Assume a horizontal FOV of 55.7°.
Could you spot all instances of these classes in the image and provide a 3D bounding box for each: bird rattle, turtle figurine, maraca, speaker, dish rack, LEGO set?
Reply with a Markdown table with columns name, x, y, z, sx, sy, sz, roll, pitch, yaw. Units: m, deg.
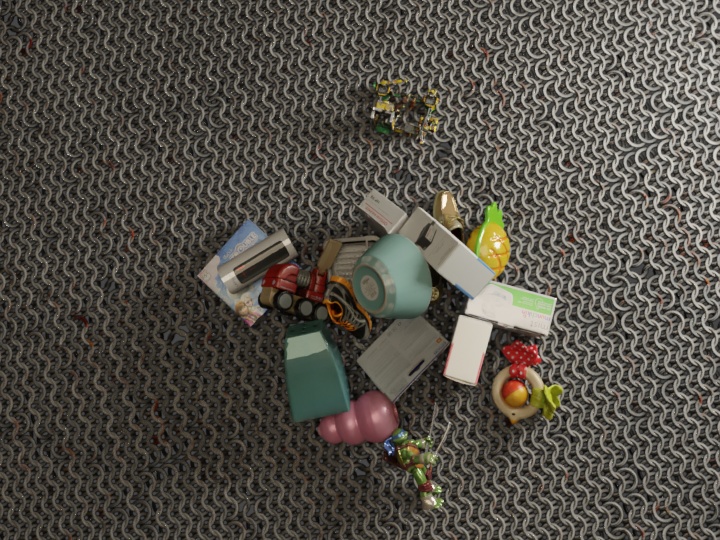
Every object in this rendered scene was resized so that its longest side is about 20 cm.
| name | x | y | z | sx | sy | sz | roll | pitch | yaw |
| --- | --- | --- | --- | --- | --- | --- | --- | --- | --- |
| bird rattle | 0.392 | 0.280 | 1.658 | 0.163 | 0.112 | 0.201 | -38 | 78 | 15 |
| turtle figurine | 0.167 | 0.449 | 1.622 | 0.198 | 0.143 | 0.196 | -24 | 100 | -26 |
| maraca | 0.320 | -0.068 | 1.691 | 0.106 | 0.137 | 0.202 | 6 | 73 | 30 |
| speaker | -0.257 | -0.023 | 1.705 | 0.199 | 0.081 | 0.082 | -30 | 82 | -2 |
| dish rack | 0.000 | 0.000 | 1.693 | 0.198 | 0.043 | 0.174 | -2 | 100 | 40 |
| LEGO set | 0.109 | -0.420 | 1.752 | 0.198 | 0.116 | 0.155 | 22 | 85 | 6 |

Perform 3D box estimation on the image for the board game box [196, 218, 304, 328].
| name | x | y | z | sx | sy | sz | roll | pitch | yaw |
| --- | --- | --- | --- | --- | --- | --- | --- | --- | --- |
| board game box | -0.283 | 0.007 | 1.764 | 0.199 | 0.043 | 0.200 | 41 | 86 | 9 |

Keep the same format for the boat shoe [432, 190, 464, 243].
| name | x | y | z | sx | sy | sz | roll | pitch | yaw |
| --- | --- | --- | --- | --- | --- | --- | --- | --- | --- |
| boat shoe | 0.232 | -0.106 | 1.719 | 0.073 | 0.066 | 0.203 | -5 | 85 | -28 |

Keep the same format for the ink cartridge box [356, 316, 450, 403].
| name | x | y | z | sx | sy | sz | roll | pitch | yaw |
| --- | --- | --- | --- | --- | --- | --- | --- | --- | --- |
| ink cartridge box | 0.107 | 0.207 | 1.650 | 0.200 | 0.200 | 0.041 | -45 | 125 | -2 |

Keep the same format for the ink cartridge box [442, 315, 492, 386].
| name | x | y | z | sx | sy | sz | roll | pitch | yaw |
| --- | --- | --- | --- | --- | --- | --- | --- | --- | --- |
| ink cartridge box | 0.251 | 0.193 | 1.624 | 0.082 | 0.200 | 0.148 | 15 | 84 | 8 |

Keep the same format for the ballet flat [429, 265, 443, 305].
| name | x | y | z | sx | sy | sz | roll | pitch | yaw |
| --- | --- | --- | --- | --- | --- | --- | --- | --- | --- |
| ballet flat | 0.175 | -0.014 | 1.732 | 0.066 | 0.046 | 0.203 | -2 | 82 | 3 |

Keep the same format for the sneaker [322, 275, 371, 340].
| name | x | y | z | sx | sy | sz | roll | pitch | yaw |
| --- | --- | --- | --- | --- | --- | --- | --- | --- | --- |
| sneaker | -0.039 | 0.106 | 1.676 | 0.078 | 0.201 | 0.078 | 0 | 44 | 38 |

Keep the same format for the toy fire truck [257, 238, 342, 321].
| name | x | y | z | sx | sy | sz | roll | pitch | yaw |
| --- | --- | --- | --- | --- | --- | --- | --- | --- | --- |
| toy fire truck | -0.137 | 0.014 | 1.680 | 0.175 | 0.128 | 0.203 | 22 | 76 | -37 |

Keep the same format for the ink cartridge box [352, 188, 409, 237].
| name | x | y | z | sx | sy | sz | roll | pitch | yaw |
| --- | --- | --- | --- | --- | --- | --- | --- | --- | --- |
| ink cartridge box | 0.067 | -0.121 | 1.664 | 0.116 | 0.200 | 0.067 | 40 | 87 | 27 |

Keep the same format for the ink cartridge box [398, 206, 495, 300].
| name | x | y | z | sx | sy | sz | roll | pitch | yaw |
| --- | --- | --- | --- | --- | --- | --- | --- | --- | --- |
| ink cartridge box | 0.195 | -0.041 | 1.568 | 0.145 | 0.200 | 0.084 | 34 | 100 | -36 |

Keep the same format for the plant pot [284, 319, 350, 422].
| name | x | y | z | sx | sy | sz | roll | pitch | yaw |
| --- | --- | --- | --- | --- | --- | --- | --- | --- | --- |
| plant pot | -0.113 | 0.232 | 1.640 | 0.139 | 0.141 | 0.202 | -12 | 105 | 2 |

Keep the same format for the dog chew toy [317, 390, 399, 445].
| name | x | y | z | sx | sy | sz | roll | pitch | yaw |
| --- | --- | --- | --- | --- | --- | --- | --- | --- | --- |
| dog chew toy | -0.009 | 0.368 | 1.664 | 0.198 | 0.124 | 0.126 | -16 | 82 | 9 |

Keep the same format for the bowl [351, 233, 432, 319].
| name | x | y | z | sx | sy | sz | roll | pitch | yaw |
| --- | --- | --- | --- | --- | --- | --- | --- | --- | --- |
| bowl | 0.055 | 0.027 | 1.536 | 0.104 | 0.200 | 0.203 | -20 | 79 | -40 |

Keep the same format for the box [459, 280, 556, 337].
| name | x | y | z | sx | sy | sz | roll | pitch | yaw |
| --- | --- | --- | --- | --- | --- | --- | --- | --- | --- |
| box | 0.348 | 0.093 | 1.642 | 0.198 | 0.177 | 0.098 | 16 | 84 | 7 |
